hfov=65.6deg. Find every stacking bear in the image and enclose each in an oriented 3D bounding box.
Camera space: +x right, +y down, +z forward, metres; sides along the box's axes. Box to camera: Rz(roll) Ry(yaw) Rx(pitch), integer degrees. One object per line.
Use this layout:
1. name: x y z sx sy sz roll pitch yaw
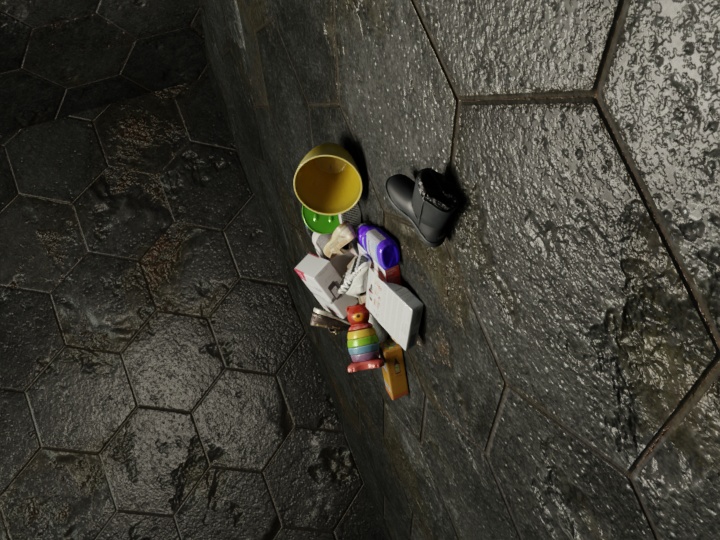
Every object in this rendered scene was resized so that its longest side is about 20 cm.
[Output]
1. stacking bear: 0.004 0.210 1.796 0.114 0.118 0.206 22 -122 -83

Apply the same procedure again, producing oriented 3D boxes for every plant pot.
1. plant pot: -0.089 -0.286 1.615 0.144 0.193 0.204 -87 -6 -46

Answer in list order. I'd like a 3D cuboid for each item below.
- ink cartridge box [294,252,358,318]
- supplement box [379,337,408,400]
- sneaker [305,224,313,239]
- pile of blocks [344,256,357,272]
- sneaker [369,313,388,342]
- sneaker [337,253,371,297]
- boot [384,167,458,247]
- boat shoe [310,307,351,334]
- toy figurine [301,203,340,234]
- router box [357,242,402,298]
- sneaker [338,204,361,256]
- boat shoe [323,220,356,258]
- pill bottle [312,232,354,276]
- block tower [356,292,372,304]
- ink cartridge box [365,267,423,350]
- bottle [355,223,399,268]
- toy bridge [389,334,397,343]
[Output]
1. ink cartridge box: -0.115 0.052 1.896 0.144 0.084 0.202 21 152 54
2. supplement box: 0.110 0.327 1.854 0.069 0.065 0.205 -128 24 -56
3. sneaker: -0.156 -0.149 2.100 0.202 0.072 0.083 59 -174 -43
4. pile of blocks: 0.000 0.000 1.832 0.082 0.062 0.200 42 173 2
5. sneaker: 0.050 0.229 1.900 0.074 0.085 0.205 -139 34 -61
6. sneaker: -0.002 0.019 1.688 0.079 0.077 0.200 26 147 -8
7. boot: 0.126 -0.164 1.166 0.202 0.075 0.169 56 164 21
8. boat shoe: -0.095 0.185 1.937 0.071 0.061 0.198 17 173 45
9. toy figurine: -0.131 -0.223 1.936 0.184 0.145 0.207 -176 87 -83
10. router box: 0.063 0.027 1.674 0.200 0.048 0.184 -132 27 -54
11. sneaker: -0.039 -0.144 1.765 0.104 0.074 0.205 29 141 59
12. boat shoe: -0.062 -0.077 1.708 0.065 0.071 0.200 49 155 6
13. pill bottle: -0.096 -0.076 1.979 0.201 0.111 0.116 -129 24 -50
14. block tower: 0.026 0.105 1.890 0.055 0.057 0.200 69 163 0
15. ink cartridge box: 0.091 0.101 1.578 0.200 0.046 0.163 46 146 36
16. bottle: 0.043 -0.078 1.582 0.200 0.064 0.085 -133 26 -55
17. toy bridge: 0.107 0.189 1.761 0.200 0.027 0.069 -143 35 -64
